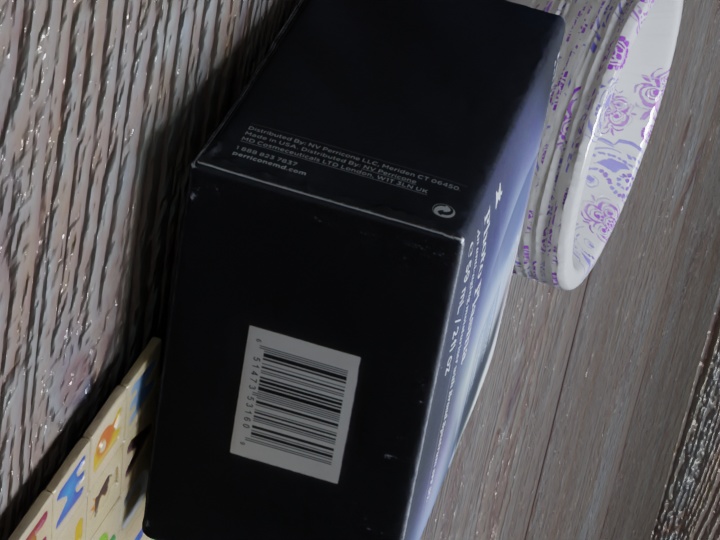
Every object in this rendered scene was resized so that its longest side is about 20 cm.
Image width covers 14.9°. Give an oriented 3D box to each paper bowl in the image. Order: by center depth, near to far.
[{"bbox_3d":[0.108,-0.098,1.601,0.201,0.104,0.201,20,90,-78],"label":"paper bowl"}]

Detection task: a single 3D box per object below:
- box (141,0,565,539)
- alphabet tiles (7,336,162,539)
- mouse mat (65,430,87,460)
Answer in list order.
[{"bbox_3d":[0.000,0.000,1.211,0.199,0.123,0.201,-64,168,-54],"label":"box"},{"bbox_3d":[-0.118,0.128,1.166,0.200,0.006,0.167,-57,162,-45],"label":"alphabet tiles"},{"bbox_3d":[-0.122,0.150,1.215,0.200,0.008,0.161,31,79,-78],"label":"mouse mat"}]
